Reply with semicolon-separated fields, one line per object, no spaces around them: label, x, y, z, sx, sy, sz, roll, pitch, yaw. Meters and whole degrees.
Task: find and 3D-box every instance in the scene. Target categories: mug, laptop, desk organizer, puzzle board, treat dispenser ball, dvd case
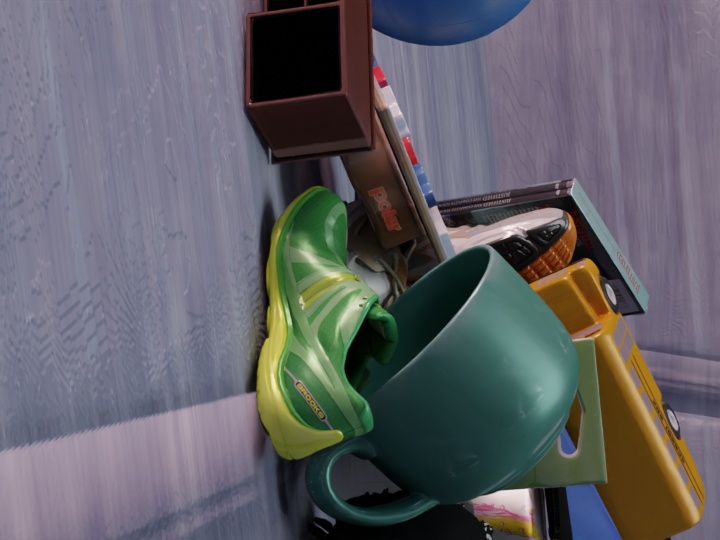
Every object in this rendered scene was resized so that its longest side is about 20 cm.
mug;0.056;0.087;1.170;0.114;0.185;0.152;45;12;-12
laptop;0.190;0.135;1.405;0.178;0.103;0.201;-92;176;-50
desk organizer;-0.034;-0.179;1.177;0.077;0.071;0.201;60;26;-65
puzzle board;0.032;-0.089;1.327;0.200;0.017;0.151;-107;174;-65
treat dispenser ball;0.060;-0.279;1.422;0.201;0.200;0.202;-5;90;-81
dvd case;0.114;-0.005;1.451;0.146;0.199;0.022;52;45;-35

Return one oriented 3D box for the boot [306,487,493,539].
boot;0.052;0.193;1.141;0.162;0.197;0.074;-39;126;-72

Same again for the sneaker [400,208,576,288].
sneaker;0.068;-0.014;1.389;0.076;0.199;0.092;53;19;-45

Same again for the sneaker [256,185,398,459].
sneaker;-0.017;0.032;1.118;0.074;0.083;0.201;74;13;-48

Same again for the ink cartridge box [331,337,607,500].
ink cartridge box;0.072;0.104;1.276;0.059;0.199;0.105;5;80;-79

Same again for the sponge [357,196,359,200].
sponge;0.028;-0.034;1.632;0.200;0.030;0.112;68;19;-62

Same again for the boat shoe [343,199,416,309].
boat shoe;0.000;0.000;1.298;0.200;0.068;0.075;-79;162;-61

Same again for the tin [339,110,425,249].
tin;0.000;-0.094;1.288;0.112;0.042;0.200;61;5;-36

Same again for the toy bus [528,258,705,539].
toy bus;0.182;0.096;1.320;0.201;0.065;0.078;63;21;-8

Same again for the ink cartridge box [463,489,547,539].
ink cartridge box;0.071;0.227;1.380;0.146;0.144;0.201;76;12;-50
